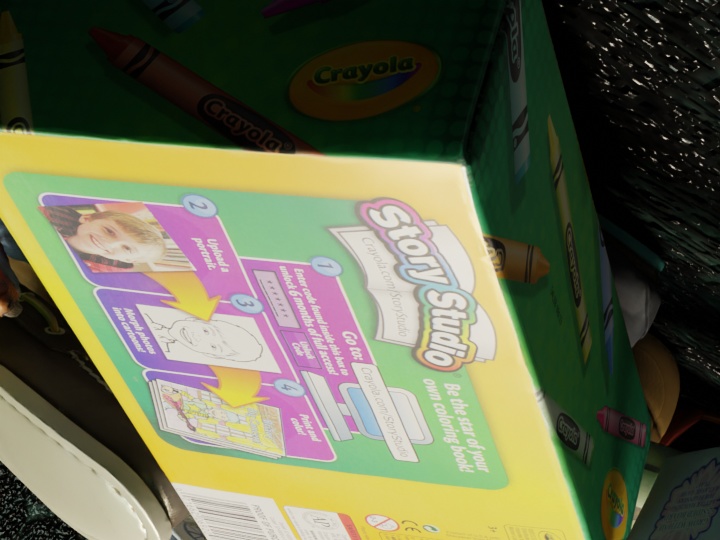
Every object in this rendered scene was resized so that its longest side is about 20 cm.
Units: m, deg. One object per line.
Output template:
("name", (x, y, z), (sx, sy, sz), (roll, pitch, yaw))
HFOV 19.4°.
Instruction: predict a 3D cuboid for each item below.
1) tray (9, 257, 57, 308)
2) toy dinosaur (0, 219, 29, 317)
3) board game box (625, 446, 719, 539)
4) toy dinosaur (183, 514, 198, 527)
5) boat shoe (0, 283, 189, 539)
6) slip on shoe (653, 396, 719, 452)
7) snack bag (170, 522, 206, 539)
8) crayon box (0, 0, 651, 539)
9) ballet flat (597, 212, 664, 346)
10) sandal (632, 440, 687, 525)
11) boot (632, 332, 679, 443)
("tray", (-0.061, 0.035, 0.829), (0.099, 0.037, 0.200), (12, -167, -39))
("toy dinosaur", (-0.116, -0.016, 0.783), (0.200, 0.105, 0.181), (-16, 172, 42))
("board game box", (0.188, 0.104, 0.481), (0.200, 0.041, 0.199), (37, 157, -13))
("toy dinosaur", (-0.037, 0.088, 0.842), (0.200, 0.077, 0.102), (34, -171, 39))
("boat shoe", (-0.109, 0.043, 0.755), (0.200, 0.060, 0.072), (20, 139, 53))
("slip on shoe", (0.112, 0.073, 0.780), (0.200, 0.074, 0.061), (26, 155, 37))
("snack bag", (-0.032, 0.124, 0.993), (0.200, 0.021, 0.189), (22, -169, -39))
("crayon box", (-0.004, 0.007, 0.511), (0.119, 0.058, 0.200), (5, 147, 20))
("ballet flat", (0.002, -0.025, 0.577), (0.200, 0.073, 0.073), (37, 172, -26))
("sandal", (0.063, 0.092, 0.698), (0.080, 0.057, 0.201), (16, 166, -15))
("boot", (0.000, 0.000, 0.744), (0.200, 0.073, 0.155), (27, 178, -36))
